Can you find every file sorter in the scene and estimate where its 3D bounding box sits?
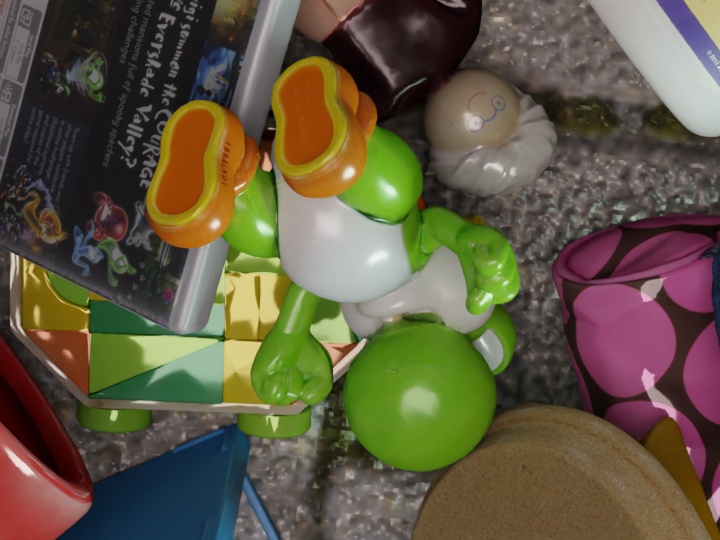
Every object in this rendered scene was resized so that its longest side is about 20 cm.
[{"bbox_3d":[-0.121,0.176,1.229,0.200,0.139,0.123,-23,104,9],"label":"file sorter"}]

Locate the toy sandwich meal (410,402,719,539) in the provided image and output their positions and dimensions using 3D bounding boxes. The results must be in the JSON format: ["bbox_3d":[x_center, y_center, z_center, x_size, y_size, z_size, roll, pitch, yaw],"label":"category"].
[{"bbox_3d":[0.099,0.149,1.175,0.070,0.205,0.205,-8,109,-40],"label":"toy sandwich meal"}]

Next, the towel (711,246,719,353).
[{"bbox_3d":[0.240,0.028,1.141,0.200,0.049,0.112,-5,68,-13],"label":"towel"}]

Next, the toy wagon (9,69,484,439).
[{"bbox_3d":[-0.046,-0.006,1.229,0.200,0.040,0.155,2,104,3],"label":"toy wagon"}]

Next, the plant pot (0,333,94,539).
[{"bbox_3d":[-0.233,0.066,1.148,0.182,0.200,0.200,-37,99,3],"label":"plant pot"}]

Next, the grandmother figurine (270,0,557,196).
[{"bbox_3d":[0.000,-0.107,1.187,0.121,0.061,0.200,-44,96,2],"label":"grandmother figurine"}]

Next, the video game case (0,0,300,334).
[{"bbox_3d":[-0.111,-0.100,1.170,0.182,0.023,0.200,25,107,26],"label":"video game case"}]

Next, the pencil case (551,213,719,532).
[{"bbox_3d":[0.148,0.075,1.218,0.094,0.091,0.200,-21,106,-24],"label":"pencil case"}]

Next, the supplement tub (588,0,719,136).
[{"bbox_3d":[0.174,-0.161,1.124,0.200,0.145,0.145,-35,100,10],"label":"supplement tub"}]

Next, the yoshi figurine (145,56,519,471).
[{"bbox_3d":[0.004,0.012,1.133,0.112,0.112,0.200,-52,139,-5],"label":"yoshi figurine"}]
